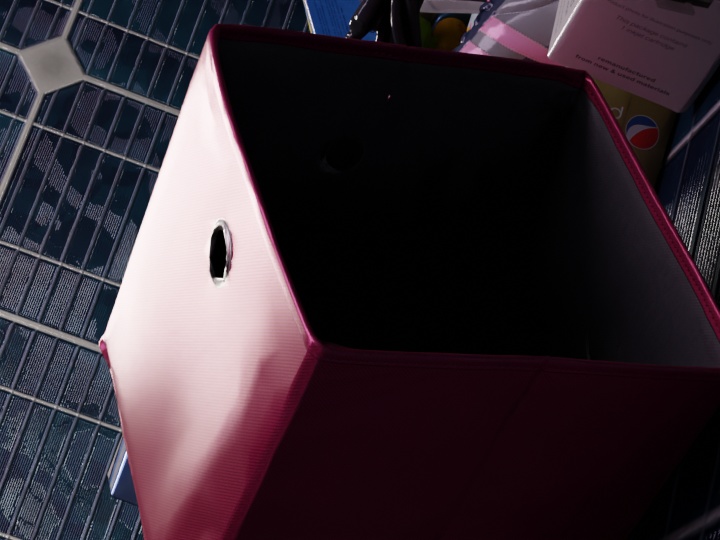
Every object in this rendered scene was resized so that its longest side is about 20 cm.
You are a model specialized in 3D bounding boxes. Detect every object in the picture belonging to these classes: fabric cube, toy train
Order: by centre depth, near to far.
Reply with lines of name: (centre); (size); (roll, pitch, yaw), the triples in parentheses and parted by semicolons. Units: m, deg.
fabric cube: (0.012, 0.036, 0.801); (0.197, 0.199, 0.200); (-110, 34, -41)
toy train: (0.076, -0.166, 1.410); (0.200, 0.115, 0.085); (-85, 17, -66)

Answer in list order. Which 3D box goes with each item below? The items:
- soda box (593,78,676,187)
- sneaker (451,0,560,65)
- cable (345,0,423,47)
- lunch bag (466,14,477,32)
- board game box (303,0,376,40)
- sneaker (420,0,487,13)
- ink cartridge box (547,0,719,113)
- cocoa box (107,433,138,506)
soda box: (0.110, -0.047, 1.040); (0.200, 0.064, 0.068); (132, 158, -73)
sneaker: (0.084, -0.128, 1.052); (0.199, 0.082, 0.070); (-25, -6, 26)
cable: (0.092, -0.154, 1.084); (0.200, 0.163, 0.051); (-53, 10, 27)
lunch bag: (0.120, -0.165, 1.227); (0.161, 0.077, 0.201); (119, 168, -53)
board game box: (0.009, -0.116, 1.431); (0.196, 0.056, 0.201); (77, 177, -66)
sneaker: (0.086, -0.214, 1.113); (0.099, 0.199, 0.071); (68, -147, -44)
ink cartridge box: (0.175, -0.202, 0.896); (0.200, 0.083, 0.147); (118, 170, -50)
cocoa box: (-0.084, 0.144, 1.421); (0.131, 0.199, 0.134); (176, 115, -82)
